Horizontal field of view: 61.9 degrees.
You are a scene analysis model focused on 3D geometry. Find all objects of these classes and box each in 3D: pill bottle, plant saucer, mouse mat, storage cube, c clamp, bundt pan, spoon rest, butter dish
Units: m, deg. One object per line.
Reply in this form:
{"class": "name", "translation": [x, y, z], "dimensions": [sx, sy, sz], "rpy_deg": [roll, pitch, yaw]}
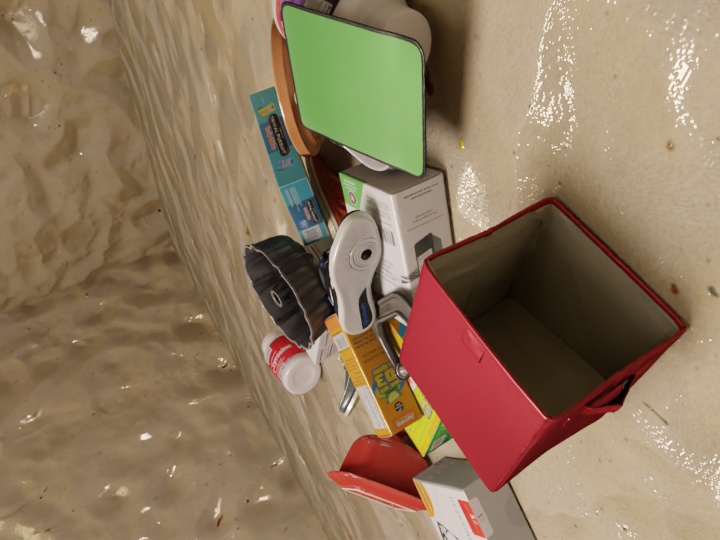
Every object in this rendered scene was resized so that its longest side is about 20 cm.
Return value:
{"class": "pill bottle", "translation": [-0.197, 0.244, 1.653], "dimensions": [0.199, 0.111, 0.114], "rpy_deg": [33, 141, 53]}
{"class": "plant saucer", "translation": [-0.083, -0.269, 0.872], "dimensions": [0.200, 0.032, 0.205], "rpy_deg": [-7, -90, -79]}
{"class": "pill bottle", "translation": [-0.011, -0.287, 0.698], "dimensions": [0.200, 0.110, 0.113], "rpy_deg": [44, 149, 38]}
{"class": "mouse mat", "translation": [-0.007, -0.197, 0.661], "dimensions": [0.198, 0.008, 0.163], "rpy_deg": [29, 145, 29]}
{"class": "storage cube", "translation": [0.159, 0.075, 0.587], "dimensions": [0.201, 0.169, 0.181], "rpy_deg": [53, 155, 28]}
{"class": "c clamp", "translation": [0.068, 0.112, 0.815], "dimensions": [0.173, 0.027, 0.200], "rpy_deg": [63, 161, -2]}
{"class": "bundt pan", "translation": [-0.113, 0.027, 1.005], "dimensions": [0.201, 0.075, 0.204], "rpy_deg": [42, 152, 28]}
{"class": "spoon rest", "translation": [-0.024, -0.195, 0.735], "dimensions": [0.200, 0.060, 0.100], "rpy_deg": [46, 155, 32]}
{"class": "butter dish", "translation": [0.053, 0.381, 1.192], "dimensions": [0.196, 0.150, 0.200], "rpy_deg": [22, 158, -8]}

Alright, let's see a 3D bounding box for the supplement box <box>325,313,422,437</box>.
{"class": "supplement box", "translation": [0.020, 0.150, 0.927], "dimensions": [0.203, 0.066, 0.069], "rpy_deg": [65, 155, 3]}

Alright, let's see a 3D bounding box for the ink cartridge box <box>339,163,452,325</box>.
{"class": "ink cartridge box", "translation": [0.055, -0.041, 0.827], "dimensions": [0.145, 0.083, 0.203], "rpy_deg": [33, 142, 54]}

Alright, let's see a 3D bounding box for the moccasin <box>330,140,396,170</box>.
{"class": "moccasin", "translation": [0.004, -0.199, 0.809], "dimensions": [0.201, 0.072, 0.079], "rpy_deg": [43, 135, 51]}

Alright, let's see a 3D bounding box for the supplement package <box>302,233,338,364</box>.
{"class": "supplement package", "translation": [-0.076, 0.059, 1.192], "dimensions": [0.157, 0.109, 0.201], "rpy_deg": [55, 154, 24]}

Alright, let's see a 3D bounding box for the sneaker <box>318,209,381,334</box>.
{"class": "sneaker", "translation": [-0.026, -0.016, 0.832], "dimensions": [0.112, 0.072, 0.203], "rpy_deg": [-124, 27, -44]}

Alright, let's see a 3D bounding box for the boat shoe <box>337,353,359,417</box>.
{"class": "boat shoe", "translation": [-0.005, 0.146, 1.029], "dimensions": [0.061, 0.204, 0.073], "rpy_deg": [19, 172, 8]}

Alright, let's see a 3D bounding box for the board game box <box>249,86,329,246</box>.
{"class": "board game box", "translation": [-0.112, -0.165, 0.954], "dimensions": [0.152, 0.046, 0.203], "rpy_deg": [72, 177, -59]}

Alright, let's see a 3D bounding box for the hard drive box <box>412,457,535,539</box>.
{"class": "hard drive box", "translation": [0.184, 0.398, 0.977], "dimensions": [0.158, 0.076, 0.200], "rpy_deg": [64, 158, 6]}

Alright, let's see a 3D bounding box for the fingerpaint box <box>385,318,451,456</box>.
{"class": "fingerpaint box", "translation": [0.098, 0.173, 0.956], "dimensions": [0.168, 0.072, 0.202], "rpy_deg": [53, 154, 29]}

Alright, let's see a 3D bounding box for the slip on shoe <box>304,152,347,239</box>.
{"class": "slip on shoe", "translation": [-0.049, -0.137, 1.015], "dimensions": [0.075, 0.060, 0.202], "rpy_deg": [72, 176, -53]}
